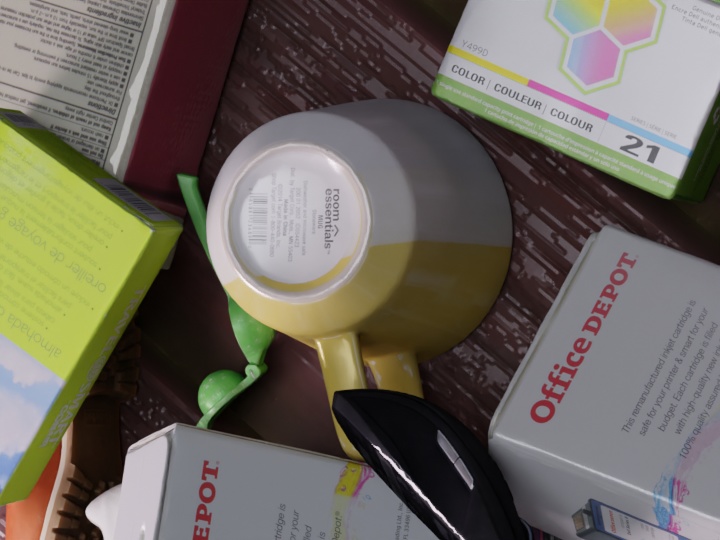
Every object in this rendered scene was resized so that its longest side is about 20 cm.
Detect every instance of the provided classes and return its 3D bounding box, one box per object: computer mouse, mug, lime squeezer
[{"bbox_3d":[0.069,0.134,1.259,0.046,0.141,0.200,-40,60,-8],"label":"computer mouse"},{"bbox_3d":[0.002,-0.010,1.340,0.149,0.153,0.187,-44,76,12],"label":"mug"},{"bbox_3d":[-0.087,0.051,1.420,0.070,0.038,0.201,10,100,-8],"label":"lime squeezer"}]

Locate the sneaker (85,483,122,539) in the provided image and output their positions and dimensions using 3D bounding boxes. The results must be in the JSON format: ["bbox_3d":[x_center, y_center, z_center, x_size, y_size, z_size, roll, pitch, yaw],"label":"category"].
[{"bbox_3d":[-0.102,0.206,1.376,0.087,0.074,0.201,-11,78,32],"label":"sneaker"}]

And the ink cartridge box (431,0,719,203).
[{"bbox_3d":[0.146,-0.156,1.335,0.147,0.076,0.201,25,97,18],"label":"ink cartridge box"}]

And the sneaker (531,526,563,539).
[{"bbox_3d":[0.095,0.208,1.347,0.074,0.081,0.201,21,87,33],"label":"sneaker"}]

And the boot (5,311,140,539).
[{"bbox_3d":[-0.191,0.109,1.449,0.107,0.075,0.201,3,81,22],"label":"boot"}]

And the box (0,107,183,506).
[{"bbox_3d":[-0.195,0.029,1.348,0.122,0.048,0.200,35,102,16],"label":"box"}]

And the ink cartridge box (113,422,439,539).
[{"bbox_3d":[-0.029,0.172,1.309,0.199,0.083,0.146,14,73,-20],"label":"ink cartridge box"}]

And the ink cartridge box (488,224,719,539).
[{"bbox_3d":[0.182,0.082,1.280,0.199,0.088,0.146,22,60,16],"label":"ink cartridge box"}]

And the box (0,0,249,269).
[{"bbox_3d":[-0.152,-0.113,1.418,0.127,0.109,0.201,19,95,18],"label":"box"}]
